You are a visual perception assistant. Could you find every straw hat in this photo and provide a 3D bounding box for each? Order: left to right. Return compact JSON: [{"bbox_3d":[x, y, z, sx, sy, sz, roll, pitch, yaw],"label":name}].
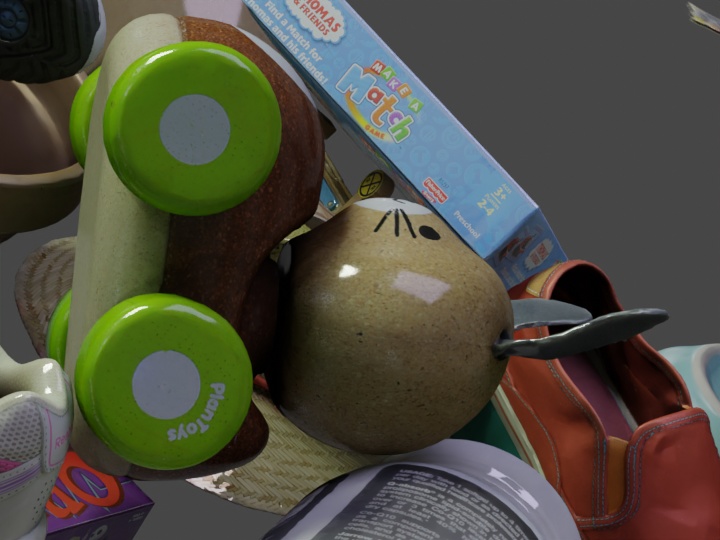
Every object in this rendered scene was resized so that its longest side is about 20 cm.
[{"bbox_3d":[-0.038,0.013,1.003,0.201,0.085,0.201,28,24,-13],"label":"straw hat"}]

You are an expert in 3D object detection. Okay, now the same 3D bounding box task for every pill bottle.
[{"bbox_3d":[0.005,0.130,0.783,0.116,0.116,0.200,36,23,8],"label":"pill bottle"}]

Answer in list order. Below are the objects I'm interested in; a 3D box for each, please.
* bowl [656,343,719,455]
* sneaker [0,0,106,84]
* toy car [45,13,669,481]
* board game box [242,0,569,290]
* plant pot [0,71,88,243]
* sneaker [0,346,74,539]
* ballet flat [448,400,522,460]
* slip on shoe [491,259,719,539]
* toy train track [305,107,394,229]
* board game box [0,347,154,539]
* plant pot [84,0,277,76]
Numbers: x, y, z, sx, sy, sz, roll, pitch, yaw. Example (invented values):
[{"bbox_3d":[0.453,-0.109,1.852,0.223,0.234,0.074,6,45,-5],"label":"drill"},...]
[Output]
[{"bbox_3d":[0.168,0.108,1.059,0.201,0.105,0.201,27,24,-13],"label":"bowl"},{"bbox_3d":[-0.169,-0.148,0.929,0.200,0.076,0.077,41,28,15],"label":"sneaker"},{"bbox_3d":[0.000,0.000,0.821,0.200,0.158,0.164,6,2,-12],"label":"toy car"},{"bbox_3d":[0.029,-0.049,1.046,0.151,0.037,0.200,48,2,15],"label":"board game box"},{"bbox_3d":[-0.206,-0.059,0.921,0.201,0.093,0.201,28,23,-13],"label":"plant pot"},{"bbox_3d":[-0.170,0.018,0.748,0.200,0.088,0.081,33,23,-3],"label":"sneaker"},{"bbox_3d":[0.058,0.040,1.061,0.065,0.071,0.200,11,21,-30],"label":"ballet flat"},{"bbox_3d":[0.112,0.082,0.923,0.074,0.061,0.200,-12,63,-38],"label":"slip on shoe"},{"bbox_3d":[0.004,-0.029,1.003,0.115,0.033,0.200,40,10,-34],"label":"toy train track"},{"bbox_3d":[-0.172,0.065,0.803,0.120,0.032,0.200,46,25,19],"label":"board game box"},{"bbox_3d":[-0.095,-0.136,1.138,0.200,0.200,0.175,16,46,-35],"label":"plant pot"}]
